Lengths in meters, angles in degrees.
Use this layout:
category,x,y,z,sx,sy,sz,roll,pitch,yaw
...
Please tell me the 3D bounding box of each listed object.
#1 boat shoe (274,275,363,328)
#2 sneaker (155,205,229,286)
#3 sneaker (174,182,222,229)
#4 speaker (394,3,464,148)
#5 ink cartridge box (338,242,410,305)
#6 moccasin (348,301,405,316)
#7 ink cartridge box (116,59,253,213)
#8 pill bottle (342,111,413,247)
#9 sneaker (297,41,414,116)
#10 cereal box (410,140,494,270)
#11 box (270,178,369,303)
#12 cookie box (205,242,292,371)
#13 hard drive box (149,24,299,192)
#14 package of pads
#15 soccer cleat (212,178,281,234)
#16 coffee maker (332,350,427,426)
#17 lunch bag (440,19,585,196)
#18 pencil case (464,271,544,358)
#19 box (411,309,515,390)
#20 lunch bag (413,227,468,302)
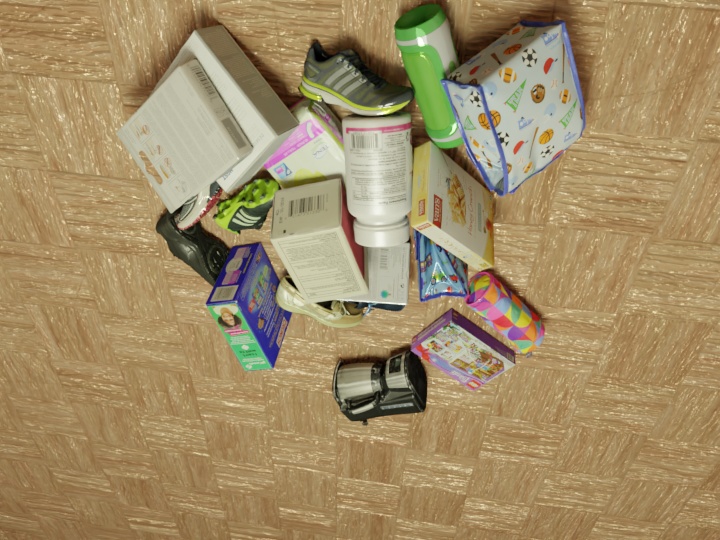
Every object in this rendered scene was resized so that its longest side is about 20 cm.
category,x,y,z,sx,sy,sz,roll,pitch,yaw
boat shoe,-0.080,0.063,1.322,0.197,0.074,0.064,19,130,-11
sneaker,-0.339,-0.041,1.283,0.090,0.076,0.202,-18,115,40
sneaker,-0.296,-0.158,1.166,0.074,0.081,0.200,38,121,-5
speaker,0.117,-0.292,0.957,0.087,0.090,0.202,-11,129,20
ink cartridge box,0.000,0.000,1.234,0.195,0.042,0.123,3,94,5
moccasin,-0.001,0.055,1.304,0.195,0.069,0.081,15,133,-3
ink cartridge box,-0.282,-0.206,0.995,0.198,0.050,0.163,-27,101,39
pill bottle,0.031,-0.149,1.015,0.110,0.114,0.205,0,110,10
sneaker,-0.009,-0.295,0.964,0.196,0.074,0.082,18,128,17
cereal box,0.157,-0.103,1.040,0.039,0.147,0.198,-16,150,38
box,-0.067,-0.047,1.109,0.125,0.111,0.201,-9,144,10
cookie box,-0.223,0.078,1.297,0.073,0.173,0.203,-5,131,18
hard drive box,-0.221,-0.257,1.009,0.155,0.077,0.201,-35,95,35
package of pads,-0.075,-0.192,1.095,0.152,0.069,0.200,-24,124,30
soccer cleat,-0.200,-0.118,1.179,0.080,0.069,0.198,32,148,-35
coffee maker,0.058,0.279,1.475,0.196,0.138,0.192,-11,153,21
lunch bag,0.233,-0.234,0.925,0.169,0.124,0.202,-37,122,-6
pencil case,0.293,0.091,1.275,0.088,0.089,0.199,-32,118,33
box,0.229,0.181,1.397,0.198,0.040,0.137,34,128,-20
lunch bag,0.131,-0.073,1.107,0.092,0.152,0.203,-7,130,16
